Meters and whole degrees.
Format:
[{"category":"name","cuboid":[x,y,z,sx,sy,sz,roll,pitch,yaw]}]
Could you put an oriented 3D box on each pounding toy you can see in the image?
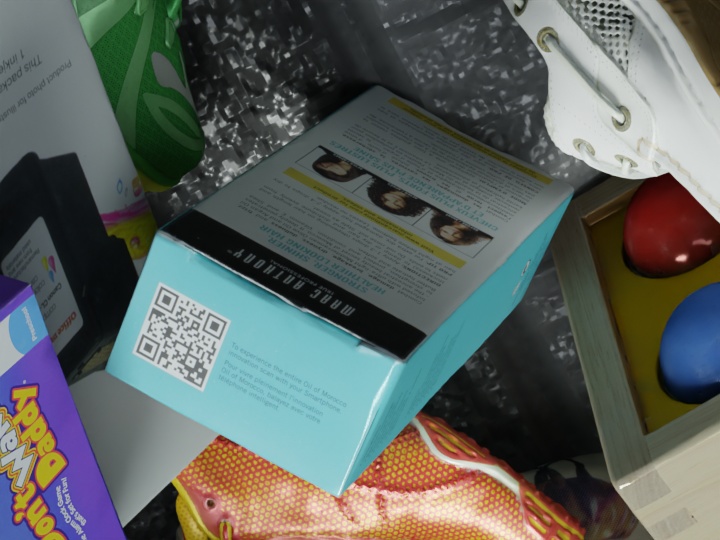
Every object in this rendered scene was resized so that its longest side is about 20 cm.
[{"category":"pounding toy","cuboid":[0.169,-0.013,0.906,0.199,0.184,0.142,-31,122,15]}]

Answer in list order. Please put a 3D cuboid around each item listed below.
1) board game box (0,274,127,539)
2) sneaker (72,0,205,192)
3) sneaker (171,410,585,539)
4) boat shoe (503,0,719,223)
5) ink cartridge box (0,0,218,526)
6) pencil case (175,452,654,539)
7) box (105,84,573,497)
[{"category":"board game box","cuboid":[-0.161,0.047,0.798,0.045,0.199,0.135,-43,132,-34]},{"category":"sneaker","cuboid":[-0.074,-0.113,0.838,0.083,0.074,0.201,-13,121,-1]},{"category":"sneaker","cuboid":[-0.020,0.073,0.924,0.199,0.073,0.078,18,81,8]},{"category":"boat shoe","cuboid":[0.092,-0.061,0.858,0.069,0.200,0.071,-45,153,25]},{"category":"ink cartridge box","cuboid":[-0.143,-0.019,0.827,0.083,0.145,0.201,-43,130,-34]},{"category":"pencil case","cuboid":[0.022,0.115,0.984,0.199,0.089,0.078,-11,76,-4]},{"category":"box","cuboid":[0.000,0.000,0.840,0.082,0.200,0.049,28,113,10]}]
